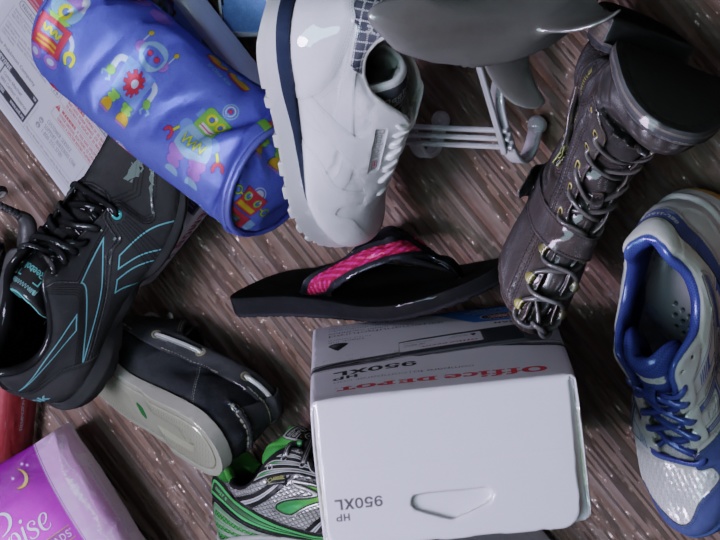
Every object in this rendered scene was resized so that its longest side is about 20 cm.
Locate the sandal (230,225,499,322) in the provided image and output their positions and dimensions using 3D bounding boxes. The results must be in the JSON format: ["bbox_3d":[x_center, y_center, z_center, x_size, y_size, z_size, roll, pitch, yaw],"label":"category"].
[{"bbox_3d":[0.000,0.000,1.656,0.199,0.075,0.045,-2,105,38],"label":"sandal"}]

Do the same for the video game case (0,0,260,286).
[{"bbox_3d":[-0.151,-0.120,1.754,0.200,0.023,0.182,52,130,13],"label":"video game case"}]

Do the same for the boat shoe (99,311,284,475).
[{"bbox_3d":[-0.131,0.060,1.779,0.200,0.068,0.072,30,153,38],"label":"boat shoe"}]

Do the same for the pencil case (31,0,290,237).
[{"bbox_3d":[-0.111,-0.105,1.653,0.200,0.078,0.087,40,105,27],"label":"pencil case"}]

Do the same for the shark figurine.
[{"bbox_3d":[0.118,-0.165,1.482,0.128,0.215,0.089,48,168,-31],"label":"shark figurine"}]

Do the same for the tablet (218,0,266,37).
[{"bbox_3d":[-0.008,-0.204,1.643,0.199,0.014,0.131,2,104,34],"label":"tablet"}]

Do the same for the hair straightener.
[{"bbox_3d":[-0.249,0.032,1.853,0.077,0.041,0.201,27,125,36],"label":"hair straightener"}]

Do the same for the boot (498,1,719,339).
[{"bbox_3d":[0.128,-0.041,1.497,0.069,0.200,0.175,21,107,-9],"label":"boot"}]

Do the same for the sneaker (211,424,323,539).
[{"bbox_3d":[-0.020,0.136,1.705,0.199,0.078,0.086,-15,93,37],"label":"sneaker"}]

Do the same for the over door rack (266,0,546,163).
[{"bbox_3d":[0.012,-0.148,1.577,0.147,0.067,0.200,4,138,34],"label":"over door rack"}]

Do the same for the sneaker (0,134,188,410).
[{"bbox_3d":[-0.168,-0.008,1.712,0.075,0.079,0.201,27,99,39],"label":"sneaker"}]

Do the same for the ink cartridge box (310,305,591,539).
[{"bbox_3d":[0.047,0.082,1.540,0.144,0.200,0.085,-7,101,1],"label":"ink cartridge box"}]

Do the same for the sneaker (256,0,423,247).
[{"bbox_3d":[-0.003,-0.080,1.559,0.080,0.077,0.200,1,144,12],"label":"sneaker"}]

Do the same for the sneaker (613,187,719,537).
[{"bbox_3d":[0.169,0.058,1.545,0.075,0.088,0.201,4,106,32],"label":"sneaker"}]

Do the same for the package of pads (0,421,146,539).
[{"bbox_3d":[-0.188,0.212,1.823,0.120,0.076,0.201,-34,82,2],"label":"package of pads"}]

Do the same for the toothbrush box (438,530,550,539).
[{"bbox_3d":[0.027,0.242,1.659,0.085,0.146,0.200,48,123,14],"label":"toothbrush box"}]
